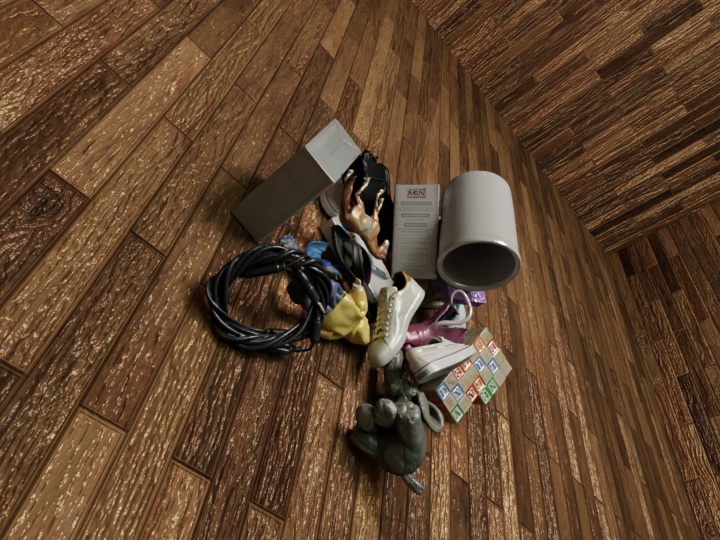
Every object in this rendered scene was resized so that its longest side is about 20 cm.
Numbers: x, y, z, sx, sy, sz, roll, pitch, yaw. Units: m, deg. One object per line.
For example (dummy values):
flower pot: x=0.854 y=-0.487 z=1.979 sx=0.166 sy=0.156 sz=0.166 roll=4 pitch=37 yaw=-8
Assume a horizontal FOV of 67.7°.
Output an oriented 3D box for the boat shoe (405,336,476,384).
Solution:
boat shoe: x=0.150 y=0.157 z=1.006 sx=0.199 sy=0.072 sz=0.066 roll=-8 pitch=60 yaw=-50

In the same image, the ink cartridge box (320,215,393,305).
ink cartridge box: x=0.018 y=-0.031 z=1.166 sx=0.176 sy=0.044 sz=0.202 roll=-24 pitch=84 yaw=-57

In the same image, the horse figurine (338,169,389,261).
horse figurine: x=0.005 y=-0.111 z=1.055 sx=0.200 sy=0.049 sz=0.135 roll=33 pitch=67 yaw=-56

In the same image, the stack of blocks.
stack of blocks: x=0.225 y=0.230 z=1.139 sx=0.200 sy=0.058 sz=0.116 roll=-41 pitch=103 yaw=-32

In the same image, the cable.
cable: x=-0.134 y=0.042 z=0.809 sx=0.198 sy=0.165 sz=0.051 roll=19 pitch=7 yaw=-29

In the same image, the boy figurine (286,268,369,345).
boy figurine: x=-0.037 y=0.068 z=0.948 sx=0.200 sy=0.124 sz=0.064 roll=42 pitch=2 yaw=-44

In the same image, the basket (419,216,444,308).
basket: x=0.185 y=-0.024 z=1.316 sx=0.135 sy=0.123 sz=0.203 roll=5 pitch=59 yaw=-52

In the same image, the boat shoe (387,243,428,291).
boat shoe: x=0.093 y=-0.033 z=1.240 sx=0.064 sy=0.071 sz=0.202 roll=33 pitch=28 yaw=-57

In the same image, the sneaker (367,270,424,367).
sneaker: x=0.049 y=0.085 z=1.012 sx=0.085 sy=0.072 sz=0.201 roll=48 pitch=50 yaw=-24

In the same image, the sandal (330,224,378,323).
sandal: x=0.001 y=0.000 z=1.042 sx=0.203 sy=0.047 sz=0.075 roll=67 pitch=22 yaw=-1

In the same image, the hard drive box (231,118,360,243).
hard drive box: x=-0.111 y=-0.158 z=0.945 sx=0.077 sy=0.199 sz=0.156 roll=49 pitch=34 yaw=-13

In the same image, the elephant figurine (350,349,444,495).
elephant figurine: x=0.077 y=0.249 z=0.935 sx=0.200 sy=0.139 sz=0.158 roll=-25 pitch=126 yaw=-66

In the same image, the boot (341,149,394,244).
boot: x=0.021 y=-0.157 z=1.165 sx=0.162 sy=0.072 sz=0.202 roll=-2 pitch=87 yaw=-69

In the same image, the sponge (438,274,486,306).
sponge: x=0.219 y=-0.020 z=1.218 sx=0.110 sy=0.030 sz=0.203 roll=11 pitch=60 yaw=-30

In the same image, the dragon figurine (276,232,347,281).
dragon figurine: x=-0.086 y=-0.018 z=0.995 sx=0.199 sy=0.059 sz=0.101 roll=-4 pitch=67 yaw=-54

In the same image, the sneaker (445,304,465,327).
sneaker: x=0.229 y=0.174 z=1.257 sx=0.131 sy=0.079 sz=0.201 roll=47 pitch=43 yaw=-15

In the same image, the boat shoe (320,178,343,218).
boat shoe: x=-0.038 y=-0.194 z=1.204 sx=0.073 sy=0.065 sz=0.202 roll=41 pitch=35 yaw=-25

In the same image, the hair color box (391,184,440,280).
hair color box: x=0.122 y=-0.082 z=1.169 sx=0.061 sy=0.097 sz=0.204 roll=15 pitch=77 yaw=-78

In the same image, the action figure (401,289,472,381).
action figure: x=0.123 y=0.137 z=1.069 sx=0.197 sy=0.150 sz=0.135 roll=-7 pitch=58 yaw=-27

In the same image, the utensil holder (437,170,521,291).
utensil holder: x=0.249 y=-0.087 z=1.147 sx=0.169 sy=0.169 sz=0.202 roll=34 pitch=47 yaw=-33
